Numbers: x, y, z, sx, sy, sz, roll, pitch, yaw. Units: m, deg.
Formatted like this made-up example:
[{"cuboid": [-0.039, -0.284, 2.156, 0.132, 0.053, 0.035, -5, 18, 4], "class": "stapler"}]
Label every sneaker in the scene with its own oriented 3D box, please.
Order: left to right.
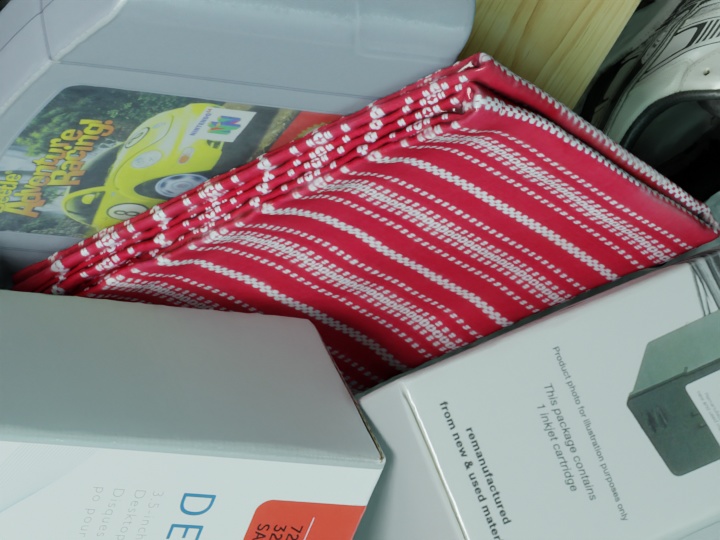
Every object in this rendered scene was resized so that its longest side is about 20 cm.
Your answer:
[{"cuboid": [0.142, -0.080, 1.038, 0.076, 0.088, 0.200, 34, 102, -34], "class": "sneaker"}]

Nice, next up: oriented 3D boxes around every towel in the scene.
[{"cuboid": [0.000, 0.000, 0.980, 0.199, 0.023, 0.144, -24, 147, 29], "class": "towel"}]

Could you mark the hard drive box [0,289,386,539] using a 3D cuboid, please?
[{"cuboid": [-0.115, 0.089, 0.947, 0.199, 0.077, 0.157, 5, 123, -28], "class": "hard drive box"}]

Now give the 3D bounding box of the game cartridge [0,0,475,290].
[{"cuboid": [-0.064, -0.045, 0.942, 0.132, 0.041, 0.200, 8, 150, -23], "class": "game cartridge"}]

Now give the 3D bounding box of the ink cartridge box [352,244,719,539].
[{"cuboid": [0.093, 0.050, 1.010, 0.199, 0.146, 0.085, -21, 86, -20], "class": "ink cartridge box"}]

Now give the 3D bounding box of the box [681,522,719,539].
[{"cuboid": [0.072, 0.138, 1.166, 0.116, 0.060, 0.200, 25, 109, -34], "class": "box"}]

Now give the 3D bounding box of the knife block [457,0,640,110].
[{"cuboid": [0.066, -0.111, 0.998, 0.175, 0.064, 0.201, -21, 127, -8], "class": "knife block"}]
